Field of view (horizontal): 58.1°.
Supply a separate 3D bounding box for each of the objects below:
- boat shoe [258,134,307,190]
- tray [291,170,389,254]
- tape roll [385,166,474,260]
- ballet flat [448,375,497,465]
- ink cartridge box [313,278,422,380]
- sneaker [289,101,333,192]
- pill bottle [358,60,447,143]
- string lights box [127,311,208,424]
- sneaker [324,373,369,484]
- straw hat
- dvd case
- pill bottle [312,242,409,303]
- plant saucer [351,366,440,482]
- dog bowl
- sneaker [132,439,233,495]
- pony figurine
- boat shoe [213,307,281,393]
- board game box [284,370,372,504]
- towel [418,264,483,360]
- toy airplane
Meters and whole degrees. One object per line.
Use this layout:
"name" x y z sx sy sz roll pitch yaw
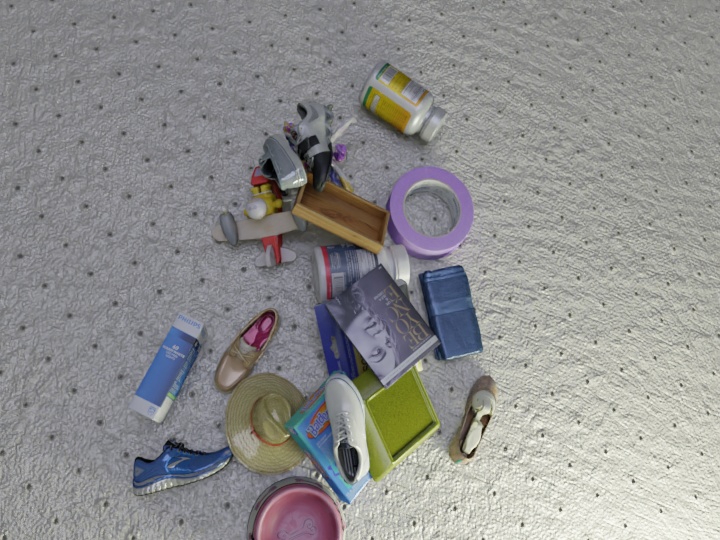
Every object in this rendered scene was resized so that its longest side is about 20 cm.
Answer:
"boat shoe" -0.174 -0.222 1.330 0.070 0.071 0.201 -22 36 -15
"tray" -0.038 -0.119 1.333 0.197 0.037 0.100 25 50 -14
"tape roll" 0.156 -0.131 1.479 0.195 0.066 0.205 3 73 -9
"ballet flat" 0.247 0.312 1.357 0.067 0.067 0.203 25 71 -1
"ink cartridge box" 0.020 0.141 1.340 0.196 0.047 0.202 -17 108 -16
"sneaker" -0.102 -0.251 1.307 0.086 0.074 0.204 7 63 -20
"pill bottle" 0.103 -0.391 1.523 0.198 0.113 0.114 34 71 3
"string lights box" -0.373 0.193 1.276 0.058 0.103 0.203 24 71 0
"sneaker" -0.023 0.294 1.199 0.071 0.071 0.205 -14 95 11
"straw hat" -0.169 0.288 1.266 0.197 0.085 0.206 10 62 -20
"dvd case" 0.044 0.107 1.279 0.148 0.016 0.201 -35 83 -19
"pill bottle" 0.000 0.000 1.386 0.195 0.120 0.123 -6 74 -11
"plant saucer" 0.072 0.282 1.290 0.198 0.047 0.203 -31 102 -33
"dog bowl" -0.120 0.501 1.239 0.195 0.074 0.205 3 74 -8
"sneaker" -0.341 0.365 1.244 0.195 0.079 0.091 -11 77 -12
"pony figurine" -0.087 -0.251 1.428 0.193 0.164 0.203 -45 115 -53
"boat shoe" -0.234 0.157 1.327 0.073 0.069 0.202 32 71 2
"board game box" -0.036 0.325 1.270 0.152 0.045 0.202 -42 108 -28
"towel" 0.199 0.093 1.426 0.109 0.049 0.205 -8 74 -11
"toy airplane" -0.202 -0.105 1.372 0.198 0.141 0.201 38 91 18
